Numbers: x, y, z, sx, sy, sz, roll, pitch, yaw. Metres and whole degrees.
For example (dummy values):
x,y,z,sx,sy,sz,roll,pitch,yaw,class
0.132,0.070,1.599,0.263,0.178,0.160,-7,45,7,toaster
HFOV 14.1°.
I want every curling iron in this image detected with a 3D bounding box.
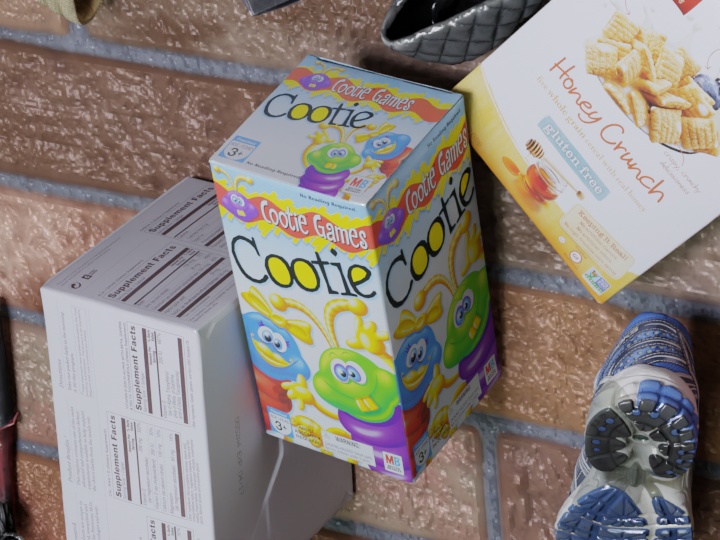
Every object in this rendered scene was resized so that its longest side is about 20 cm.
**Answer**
x,y,z,sx,sy,sz,roll,pitch,yaw,class
-0.234,0.107,1.899,0.050,0.025,0.201,-131,37,-56,curling iron

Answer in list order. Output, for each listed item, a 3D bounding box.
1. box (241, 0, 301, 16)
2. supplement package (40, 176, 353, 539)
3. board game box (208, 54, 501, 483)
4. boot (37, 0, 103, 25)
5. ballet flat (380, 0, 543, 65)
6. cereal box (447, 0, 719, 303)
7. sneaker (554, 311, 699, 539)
x,y,z,sx,sy,sz,roll,pitch,yaw,class
-0.079,-0.241,1.510,0.048,0.158,0.201,-22,105,-1,box
-0.092,0.074,1.695,0.111,0.156,0.201,15,123,27,supplement package
0.000,0.000,1.596,0.105,0.103,0.201,16,136,29,board game box
-0.201,-0.246,1.642,0.155,0.073,0.201,27,130,20,boot
0.081,-0.171,1.493,0.067,0.057,0.200,57,134,19,ballet flat
0.149,-0.090,1.508,0.144,0.040,0.200,51,133,2,cereal box
0.156,0.094,1.596,0.077,0.085,0.200,12,147,1,sneaker
